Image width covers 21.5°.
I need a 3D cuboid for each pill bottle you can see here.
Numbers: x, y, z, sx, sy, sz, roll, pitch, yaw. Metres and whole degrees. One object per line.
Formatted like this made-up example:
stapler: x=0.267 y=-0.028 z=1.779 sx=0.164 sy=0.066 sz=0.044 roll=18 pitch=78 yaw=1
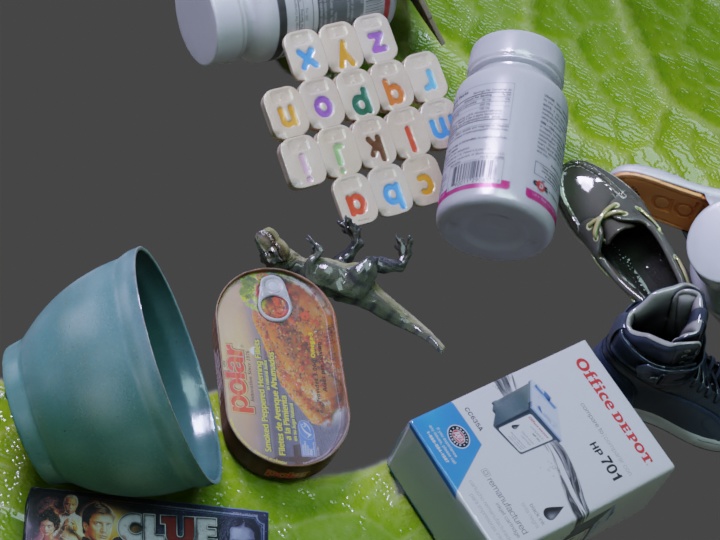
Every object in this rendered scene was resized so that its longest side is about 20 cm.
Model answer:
pill bottle: x=0.139 y=-0.121 z=1.810 sx=0.112 sy=0.114 sz=0.202 roll=14 pitch=61 yaw=-7
pill bottle: x=-0.074 y=-0.268 z=1.860 sx=0.198 sy=0.114 sz=0.114 roll=-17 pitch=63 yaw=-26
pill bottle: x=0.367 y=0.008 z=1.742 sx=0.110 sy=0.200 sz=0.112 roll=-11 pitch=65 yaw=25

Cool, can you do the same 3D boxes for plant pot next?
plant pot: x=-0.207 y=0.097 z=1.535 sx=0.133 sy=0.201 sz=0.202 roll=-18 pitch=59 yaw=4

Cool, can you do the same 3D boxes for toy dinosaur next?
toy dinosaur: x=0.000 y=0.000 z=1.742 sx=0.199 sy=0.048 sz=0.089 roll=26 pitch=63 yaw=0

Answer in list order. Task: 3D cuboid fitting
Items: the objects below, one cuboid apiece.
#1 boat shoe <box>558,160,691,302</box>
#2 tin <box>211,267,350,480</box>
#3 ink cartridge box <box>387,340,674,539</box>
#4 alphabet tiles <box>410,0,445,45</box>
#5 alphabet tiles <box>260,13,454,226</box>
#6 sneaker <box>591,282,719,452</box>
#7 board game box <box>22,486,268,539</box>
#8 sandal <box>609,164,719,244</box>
boat shoe: x=0.252 y=-0.031 z=1.809 sx=0.072 sy=0.060 sz=0.202 roll=-39 pitch=71 yaw=6
tin: x=-0.072 y=0.090 z=1.661 sx=0.111 sy=0.042 sz=0.202 roll=5 pitch=55 yaw=-19
ink cartridge box: x=0.147 y=0.169 z=1.644 sx=0.199 sy=0.086 sz=0.147 roll=-23 pitch=66 yaw=-27
alphabet tiles: x=0.023 y=-0.333 z=1.905 sx=0.008 sy=0.168 sz=0.200 roll=-29 pitch=35 yaw=2
alphabet tiles: x=0.003 y=-0.145 z=1.825 sx=0.199 sy=0.015 sz=0.197 roll=-17 pitch=83 yaw=-28
sneaker: x=0.312 y=0.088 z=1.714 sx=0.200 sy=0.147 sz=0.077 roll=15 pitch=51 yaw=-8
board game box: x=-0.174 y=0.250 z=1.519 sx=0.198 sy=0.035 sz=0.137 roll=7 pitch=54 yaw=-12
sandal: x=0.334 y=-0.041 z=1.858 sx=0.205 sy=0.079 sz=0.060 roll=16 pitch=54 yaw=5
